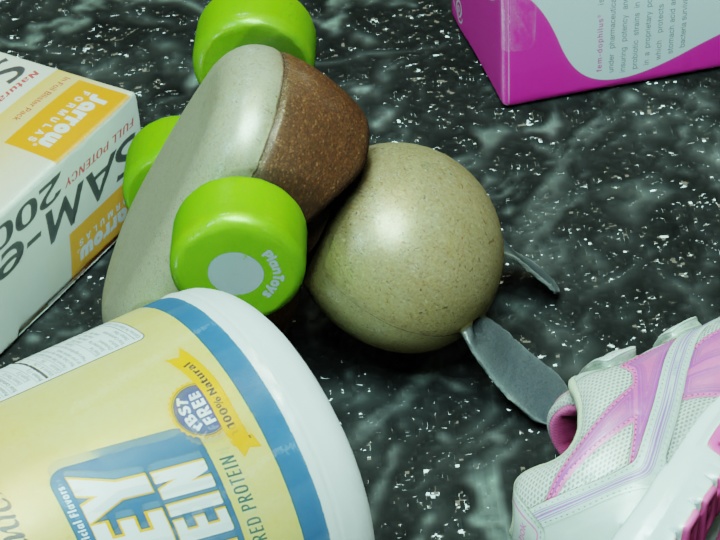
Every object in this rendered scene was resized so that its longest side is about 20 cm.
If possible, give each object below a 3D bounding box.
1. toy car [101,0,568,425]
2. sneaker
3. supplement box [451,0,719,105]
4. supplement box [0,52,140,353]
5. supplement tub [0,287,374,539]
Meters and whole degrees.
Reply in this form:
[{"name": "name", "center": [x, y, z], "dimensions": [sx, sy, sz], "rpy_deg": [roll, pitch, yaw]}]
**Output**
[{"name": "toy car", "center": [0.000, 0.000, 0.974], "dimensions": [0.199, 0.158, 0.165], "rpy_deg": [21, 38, -16]}, {"name": "sneaker", "center": [0.125, 0.057, 0.900], "dimensions": [0.088, 0.082, 0.200], "rpy_deg": [20, 42, 25]}, {"name": "supplement box", "center": [0.153, -0.168, 1.172], "dimensions": [0.198, 0.102, 0.104], "rpy_deg": [-11, 38, -12]}, {"name": "supplement box", "center": [-0.217, -0.050, 1.064], "dimensions": [0.199, 0.074, 0.126], "rpy_deg": [17, 43, 23]}, {"name": "supplement tub", "center": [-0.110, 0.105, 0.800], "dimensions": [0.199, 0.146, 0.145], "rpy_deg": [-24, 43, -25]}]
